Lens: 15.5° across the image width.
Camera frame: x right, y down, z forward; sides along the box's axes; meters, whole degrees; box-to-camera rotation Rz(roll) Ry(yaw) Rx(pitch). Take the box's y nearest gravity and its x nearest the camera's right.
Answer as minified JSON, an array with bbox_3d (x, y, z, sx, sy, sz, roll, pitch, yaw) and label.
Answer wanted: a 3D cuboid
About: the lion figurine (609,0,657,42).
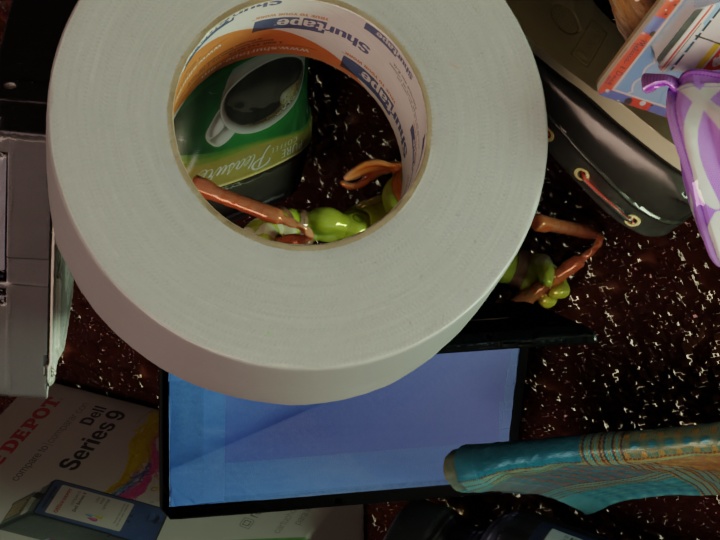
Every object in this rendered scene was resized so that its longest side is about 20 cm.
[{"bbox_3d":[0.157,-0.161,1.056,0.123,0.072,0.200,56,137,6],"label":"lion figurine"}]

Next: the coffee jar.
[{"bbox_3d":[-0.068,-0.114,1.188,0.085,0.104,0.201,35,132,34],"label":"coffee jar"}]

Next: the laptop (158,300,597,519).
[{"bbox_3d":[0.001,0.071,1.179,0.176,0.200,0.104,-4,95,-9],"label":"laptop"}]

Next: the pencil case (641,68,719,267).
[{"bbox_3d":[0.217,-0.064,1.031,0.199,0.084,0.086,-18,109,10],"label":"pencil case"}]

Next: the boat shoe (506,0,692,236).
[{"bbox_3d":[0.076,-0.096,1.142,0.201,0.074,0.063,43,132,1],"label":"boat shoe"}]

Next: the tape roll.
[{"bbox_3d":[-0.028,-0.050,1.060,0.200,0.201,0.066,37,162,4],"label":"tape roll"}]

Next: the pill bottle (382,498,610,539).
[{"bbox_3d":[0.103,0.183,1.273,0.199,0.112,0.113,19,126,18],"label":"pill bottle"}]

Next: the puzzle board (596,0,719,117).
[{"bbox_3d":[0.206,-0.116,1.043,0.150,0.017,0.200,14,133,-25],"label":"puzzle board"}]

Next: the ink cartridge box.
[{"bbox_3d":[-0.115,0.145,1.346,0.199,0.145,0.088,12,123,22],"label":"ink cartridge box"}]

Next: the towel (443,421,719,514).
[{"bbox_3d":[0.155,0.088,1.180,0.199,0.146,0.022,-7,77,31],"label":"towel"}]

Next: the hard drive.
[{"bbox_3d":[-0.146,-0.055,1.211,0.037,0.201,0.141,4,123,-2],"label":"hard drive"}]

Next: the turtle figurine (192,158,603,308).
[{"bbox_3d":[0.000,0.000,1.233,0.198,0.065,0.162,5,139,-19],"label":"turtle figurine"}]
